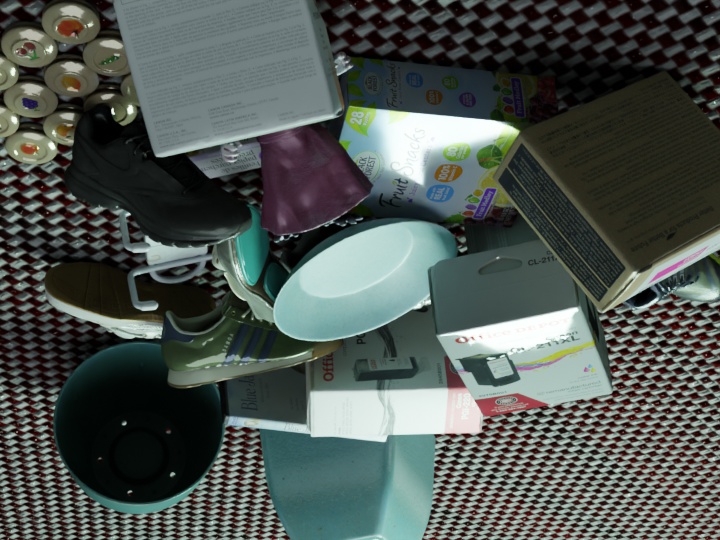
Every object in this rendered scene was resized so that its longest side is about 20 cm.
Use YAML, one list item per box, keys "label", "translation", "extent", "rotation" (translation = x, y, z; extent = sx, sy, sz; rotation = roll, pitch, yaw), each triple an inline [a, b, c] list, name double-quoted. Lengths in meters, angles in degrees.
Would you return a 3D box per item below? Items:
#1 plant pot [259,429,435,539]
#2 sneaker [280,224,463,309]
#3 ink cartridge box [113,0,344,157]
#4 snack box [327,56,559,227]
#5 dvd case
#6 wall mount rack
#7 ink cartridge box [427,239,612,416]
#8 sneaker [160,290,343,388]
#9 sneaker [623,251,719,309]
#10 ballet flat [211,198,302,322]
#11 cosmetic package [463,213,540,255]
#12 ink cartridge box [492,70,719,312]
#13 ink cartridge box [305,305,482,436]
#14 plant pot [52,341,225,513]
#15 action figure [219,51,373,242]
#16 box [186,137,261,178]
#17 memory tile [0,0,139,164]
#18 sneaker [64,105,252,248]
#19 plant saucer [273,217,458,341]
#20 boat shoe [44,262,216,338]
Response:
- label: "plant pot"
  translation: [-0.013, 0.292, 1.747]
  extent: [0.196, 0.200, 0.196]
  rotation: [-13, 146, 15]
- label: "sneaker"
  translation: [0.007, -0.010, 1.412]
  extent: [0.200, 0.075, 0.116]
  rotation: [-10, 143, 13]
- label: "ink cartridge box"
  translation: [-0.115, -0.206, 1.071]
  extent: [0.162, 0.200, 0.050]
  rotation: [-11, -172, 12]
- label: "snack box"
  translation: [0.070, -0.118, 1.260]
  extent: [0.200, 0.068, 0.169]
  rotation: [5, 146, -8]
- label: "dvd case"
  translation: [-0.071, 0.140, 1.571]
  extent: [0.200, 0.143, 0.018]
  rotation: [8, 126, -16]
- label: "wall mount rack"
  translation: [-0.160, -0.024, 1.378]
  extent: [0.174, 0.075, 0.200]
  rotation: [-12, 149, -12]
- label: "ink cartridge box"
  translation: [0.164, 0.062, 1.334]
  extent: [0.146, 0.083, 0.200]
  rotation: [-12, 147, 14]
- label: "sneaker"
  translation: [-0.124, 0.064, 1.447]
  extent: [0.200, 0.067, 0.090]
  rotation: [-13, 104, -4]
- label: "sneaker"
  translation: [0.278, 0.004, 1.260]
  extent: [0.200, 0.081, 0.074]
  rotation: [16, 141, -31]
- label: "ballet flat"
  translation: [-0.115, -0.004, 1.313]
  extent: [0.064, 0.067, 0.200]
  rotation: [7, 152, 22]
- label: "cosmetic package"
  translation: [0.205, -0.049, 1.339]
  extent: [0.200, 0.107, 0.090]
  rotation: [-29, 140, 36]
- label: "ink cartridge box"
  translation: [0.246, -0.075, 1.180]
  extent: [0.200, 0.165, 0.075]
  rotation: [-24, 159, -33]
- label: "ink cartridge box"
  translation: [0.036, 0.112, 1.523]
  extent: [0.200, 0.146, 0.085]
  rotation: [-3, 132, -2]
- label: "plant pot"
  translation: [-0.272, 0.207, 1.618]
  extent: [0.200, 0.201, 0.161]
  rotation: [3, 157, -9]
- label: "action figure"
  translation: [-0.062, -0.133, 1.183]
  extent: [0.134, 0.149, 0.200]
  rotation: [-21, 103, 0]
- label: "box"
  translation: [-0.171, -0.110, 1.278]
  extent: [0.200, 0.041, 0.039]
  rotation: [-11, 145, 13]
- label: "memory tile"
  translation: [-0.284, -0.167, 1.206]
  extent: [0.200, 0.017, 0.153]
  rotation: [-22, 142, 26]
- label: "sneaker"
  translation: [-0.186, -0.085, 1.192]
  extent: [0.200, 0.076, 0.091]
  rotation: [22, 124, 18]
- label: "plant saucer"
  translation: [0.000, 0.000, 1.334]
  extent: [0.201, 0.039, 0.201]
  rotation: [-18, 150, -11]
- label: "boat shoe"
  translation: [-0.264, 0.046, 1.475]
  extent: [0.200, 0.071, 0.069]
  rotation: [15, 141, -26]
